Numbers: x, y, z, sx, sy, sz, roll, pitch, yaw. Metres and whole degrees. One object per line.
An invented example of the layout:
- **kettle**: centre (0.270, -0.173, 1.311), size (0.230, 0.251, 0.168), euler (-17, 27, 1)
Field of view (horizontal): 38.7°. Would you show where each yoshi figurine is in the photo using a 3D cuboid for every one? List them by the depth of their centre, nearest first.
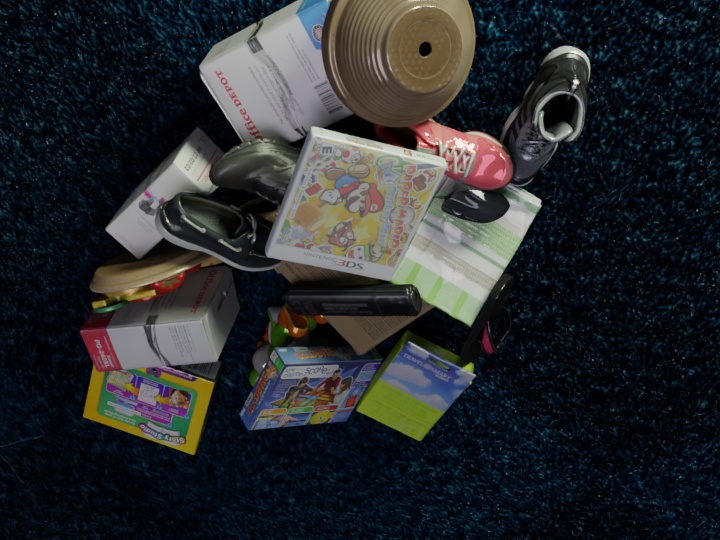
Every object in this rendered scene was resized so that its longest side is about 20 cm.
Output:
- **yoshi figurine**: centre (-0.106, 0.134, 1.566), size (0.111, 0.113, 0.201), euler (19, 132, -15)

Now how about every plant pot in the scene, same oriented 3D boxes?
- **plant pot**: centre (0.059, -0.269, 1.223), size (0.198, 0.093, 0.204), euler (-6, 107, -20)

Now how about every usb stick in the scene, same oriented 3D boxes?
- **usb stick**: centre (-0.010, 0.042, 1.421), size (0.197, 0.033, 0.056), euler (-1, 142, 23)

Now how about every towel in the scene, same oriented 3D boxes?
- **towel**: centre (0.142, -0.041, 1.400), size (0.148, 0.031, 0.202), euler (28, 97, -9)

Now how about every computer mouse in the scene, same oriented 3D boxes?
- **computer mouse**: centre (0.100, -0.085, 1.345), size (0.196, 0.035, 0.059), euler (3, 166, -5)

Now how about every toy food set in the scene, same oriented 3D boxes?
- **toy food set**: centre (-0.291, -0.002, 1.458), size (0.195, 0.200, 0.049), euler (-12, 106, 14)

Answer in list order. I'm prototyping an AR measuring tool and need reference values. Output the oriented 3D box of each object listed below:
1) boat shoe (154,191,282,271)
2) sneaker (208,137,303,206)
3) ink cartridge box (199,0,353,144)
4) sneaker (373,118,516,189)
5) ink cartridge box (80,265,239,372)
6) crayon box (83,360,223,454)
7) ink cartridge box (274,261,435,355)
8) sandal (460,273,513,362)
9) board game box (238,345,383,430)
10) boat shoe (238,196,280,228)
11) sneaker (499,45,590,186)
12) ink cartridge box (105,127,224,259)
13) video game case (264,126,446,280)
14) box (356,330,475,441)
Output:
- **boat shoe**: centre (-0.174, -0.052, 1.366), size (0.198, 0.077, 0.060), euler (12, 144, -37)
- **sneaker**: centre (-0.096, -0.118, 1.324), size (0.197, 0.092, 0.076), euler (-4, 159, -18)
- **ink cartridge box**: centre (-0.085, -0.256, 1.318), size (0.198, 0.085, 0.146), euler (-21, 117, 22)
- **sneaker**: centre (0.102, -0.151, 1.321), size (0.198, 0.087, 0.075), euler (25, 116, 14)
- **ink cartridge box**: centre (-0.294, 0.071, 1.533), size (0.197, 0.146, 0.084), euler (-5, 122, 13)
- **crayon box**: centre (-0.341, 0.196, 1.677), size (0.197, 0.059, 0.174), euler (20, 125, -2)
- **ink cartridge box**: centre (0.000, 0.000, 1.476), size (0.164, 0.076, 0.200), euler (-33, 113, 27)
- **sandal**: centre (0.189, 0.081, 1.465), size (0.045, 0.075, 0.201), euler (33, 148, 13)
- **board game box**: centre (-0.072, 0.175, 1.546), size (0.198, 0.035, 0.136), euler (3, 127, -43)
- **boat shoe**: centre (-0.094, -0.097, 1.430), size (0.198, 0.075, 0.067), euler (-28, 120, 25)
- **sneaker**: centre (0.227, -0.176, 1.295), size (0.074, 0.114, 0.202), euler (21, 124, -4)
- **ink cartridge box**: centre (-0.254, -0.119, 1.420), size (0.199, 0.116, 0.068), euler (-37, 110, 28)
- **video game case**: centre (-0.009, -0.079, 1.305), size (0.179, 0.023, 0.201), euler (11, 129, -18)
- **box**: centre (0.086, 0.174, 1.571), size (0.121, 0.048, 0.201), euler (26, 135, -7)
